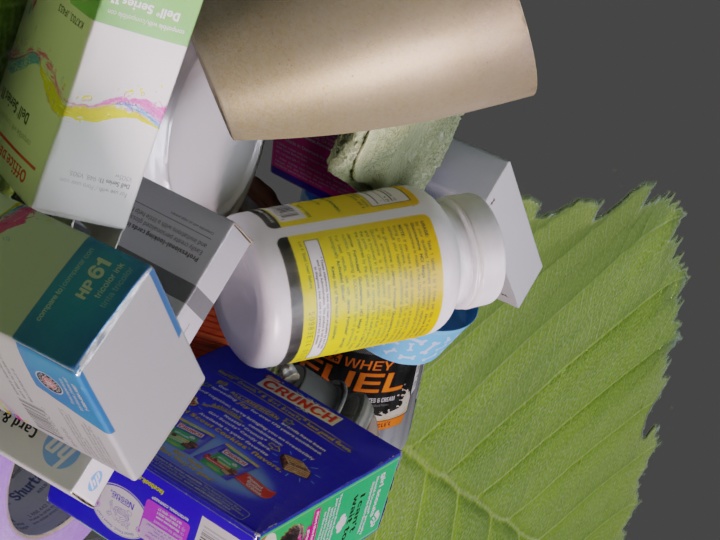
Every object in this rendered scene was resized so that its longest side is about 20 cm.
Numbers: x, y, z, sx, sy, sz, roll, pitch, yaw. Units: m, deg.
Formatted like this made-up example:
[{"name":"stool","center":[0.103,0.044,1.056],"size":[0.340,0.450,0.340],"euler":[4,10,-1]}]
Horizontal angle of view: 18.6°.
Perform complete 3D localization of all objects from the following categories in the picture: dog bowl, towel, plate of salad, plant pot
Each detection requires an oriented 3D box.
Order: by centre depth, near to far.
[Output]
[{"name":"plant pot","center":[-0.011,-0.167,1.453],"size":[0.199,0.188,0.188],"euler":[-22,148,-3]},{"name":"plate of salad","center":[-0.119,-0.105,1.553],"size":[0.200,0.048,0.201],"euler":[-44,142,-49]},{"name":"towel","center":[0.049,-0.144,1.637],"size":[0.201,0.036,0.148],"euler":[-65,156,3]},{"name":"dog bowl","center":[0.014,-0.005,1.742],"size":[0.111,0.200,0.050],"euler":[2,132,-34]}]

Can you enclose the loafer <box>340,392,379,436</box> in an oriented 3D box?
[{"name":"loafer","center":[-0.025,0.174,1.706],"size":[0.063,0.072,0.200],"euler":[60,33,-21]}]

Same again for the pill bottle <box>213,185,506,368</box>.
[{"name":"pill bottle","center":[0.000,0.000,1.598],"size":[0.199,0.113,0.113],"euler":[-10,129,-25]}]

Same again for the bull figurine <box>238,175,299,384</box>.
[{"name":"bull figurine","center":[-0.068,0.011,1.725],"size":[0.065,0.122,0.200],"euler":[-28,141,-5]}]

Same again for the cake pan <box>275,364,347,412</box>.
[{"name":"cake pan","center":[-0.094,0.148,1.755],"size":[0.200,0.037,0.200],"euler":[-41,-169,10]}]

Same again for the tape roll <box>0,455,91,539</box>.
[{"name":"tape roll","center":[-0.226,0.112,1.538],"size":[0.200,0.065,0.201],"euler":[-48,152,-35]}]

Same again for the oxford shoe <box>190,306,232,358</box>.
[{"name":"oxford shoe","center":[-0.130,0.067,1.710],"size":[0.073,0.071,0.201],"euler":[-62,171,-59]}]

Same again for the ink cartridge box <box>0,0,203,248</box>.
[{"name":"ink cartridge box","center":[-0.173,-0.103,1.348],"size":[0.067,0.117,0.201],"euler":[13,104,-30]}]

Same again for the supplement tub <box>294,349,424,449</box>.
[{"name":"supplement tub","center":[-0.001,0.057,1.880],"size":[0.122,0.122,0.201],"euler":[-34,142,-49]}]

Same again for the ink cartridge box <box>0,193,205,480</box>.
[{"name":"ink cartridge box","center":[-0.208,0.024,1.317],"size":[0.085,0.199,0.145],"euler":[-57,156,-22]}]

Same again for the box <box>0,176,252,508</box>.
[{"name":"box","center":[-0.186,0.029,1.423],"size":[0.201,0.155,0.041],"euler":[-59,154,-9]}]

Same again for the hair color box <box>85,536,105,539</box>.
[{"name":"hair color box","center":[-0.161,0.280,1.672],"size":[0.109,0.199,0.065],"euler":[-5,117,-63]}]

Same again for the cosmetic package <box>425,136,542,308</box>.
[{"name":"cosmetic package","center":[0.068,-0.056,1.874],"size":[0.052,0.150,0.200],"euler":[-56,156,-16]}]

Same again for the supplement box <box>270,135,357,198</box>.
[{"name":"supplement box","center":[0.004,-0.157,1.699],"size":[0.101,0.103,0.201],"euler":[-38,147,-44]}]

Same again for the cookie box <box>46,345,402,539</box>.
[{"name":"cookie box","center":[-0.092,0.145,1.557],"size":[0.200,0.171,0.076],"euler":[-23,137,-56]}]
